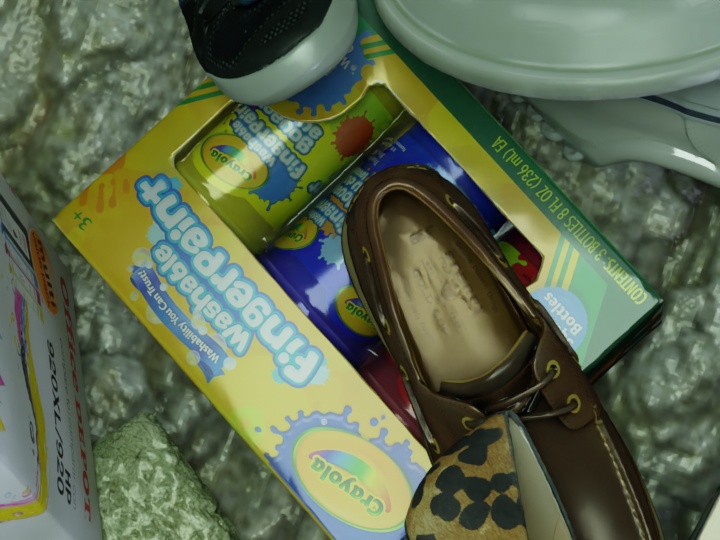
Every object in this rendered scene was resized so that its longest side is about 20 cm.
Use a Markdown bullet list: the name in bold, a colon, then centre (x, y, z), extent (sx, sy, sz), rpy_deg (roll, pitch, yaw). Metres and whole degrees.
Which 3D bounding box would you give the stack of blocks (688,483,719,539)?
- **stack of blocks**: centre (0.174, 0.088, 0.914), extent (0.058, 0.115, 0.201), rpy_deg (27, 86, 9)

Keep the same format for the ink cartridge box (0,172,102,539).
- **ink cartridge box**: centre (-0.201, 0.036, 0.905), extent (0.144, 0.200, 0.148), rpy_deg (-13, 63, 5)

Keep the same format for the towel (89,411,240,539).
- **towel**: centre (-0.096, 0.175, 0.973), extent (0.148, 0.036, 0.201), rpy_deg (-30, 80, 1)

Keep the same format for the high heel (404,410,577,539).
- **high heel**: centre (0.095, 0.124, 0.788), extent (0.199, 0.071, 0.143), rpy_deg (8, 72, 31)

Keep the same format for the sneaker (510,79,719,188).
- **sneaker**: centre (0.091, -0.080, 0.962), extent (0.199, 0.073, 0.071), rpy_deg (24, 126, 30)

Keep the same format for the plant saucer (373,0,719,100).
- **plant saucer**: centre (0.099, -0.146, 0.927), extent (0.199, 0.050, 0.201), rpy_deg (-7, 39, 5)

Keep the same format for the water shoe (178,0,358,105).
- **water shoe**: centre (-0.059, -0.145, 0.945), extent (0.071, 0.079, 0.200), rpy_deg (-32, 41, 11)

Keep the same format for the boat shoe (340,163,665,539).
- **boat shoe**: centre (0.052, 0.049, 0.885), extent (0.072, 0.068, 0.201), rpy_deg (-30, 84, 0)

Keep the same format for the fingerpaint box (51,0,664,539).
- **fingerpaint box**: centre (0.000, 0.000, 0.966), extent (0.167, 0.073, 0.200), rpy_deg (-42, 80, -1)
